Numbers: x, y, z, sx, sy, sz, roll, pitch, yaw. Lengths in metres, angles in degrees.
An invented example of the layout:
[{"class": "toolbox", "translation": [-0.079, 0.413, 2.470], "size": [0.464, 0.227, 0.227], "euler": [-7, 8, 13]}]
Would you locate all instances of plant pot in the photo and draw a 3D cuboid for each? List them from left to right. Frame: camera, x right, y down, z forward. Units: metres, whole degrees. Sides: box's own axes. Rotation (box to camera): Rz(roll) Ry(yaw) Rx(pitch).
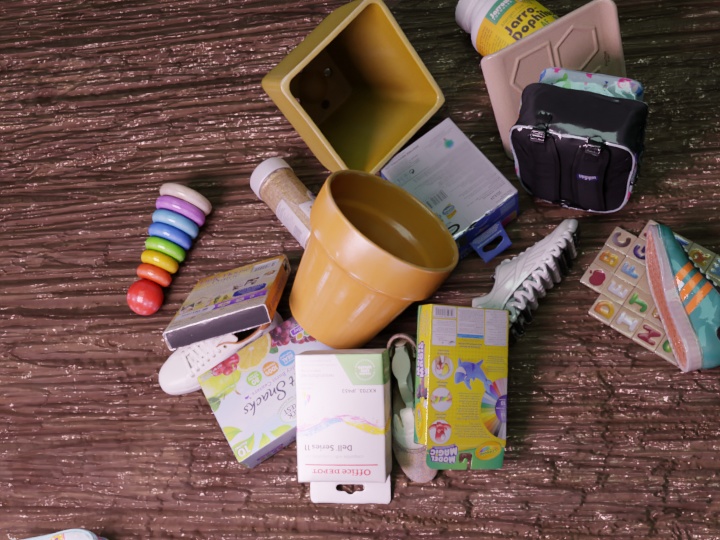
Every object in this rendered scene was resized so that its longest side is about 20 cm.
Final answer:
[{"class": "plant pot", "translation": [-0.033, -0.271, 1.238], "size": [0.194, 0.196, 0.200], "euler": [-46, 28, -10]}, {"class": "plant pot", "translation": [0.000, 0.000, 1.096], "size": [0.200, 0.199, 0.184], "euler": [49, 121, 27]}]

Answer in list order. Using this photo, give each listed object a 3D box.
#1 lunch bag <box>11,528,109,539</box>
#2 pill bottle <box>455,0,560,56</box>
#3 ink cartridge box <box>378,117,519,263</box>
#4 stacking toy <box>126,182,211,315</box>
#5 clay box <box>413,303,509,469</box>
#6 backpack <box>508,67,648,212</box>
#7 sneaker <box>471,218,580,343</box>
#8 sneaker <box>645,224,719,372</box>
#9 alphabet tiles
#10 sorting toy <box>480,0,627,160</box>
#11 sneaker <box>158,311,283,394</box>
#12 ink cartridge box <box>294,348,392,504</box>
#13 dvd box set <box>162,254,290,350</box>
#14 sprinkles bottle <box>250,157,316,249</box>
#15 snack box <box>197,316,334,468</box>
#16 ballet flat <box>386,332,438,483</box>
[{"class": "lunch bag", "translation": [-0.420, 0.425, 1.071], "size": [0.198, 0.077, 0.162], "euler": [-12, 64, 7]}, {"class": "pill bottle", "translation": [0.242, -0.363, 1.269], "size": [0.113, 0.113, 0.200], "euler": [-40, 63, -7]}, {"class": "ink cartridge box", "translation": [0.137, -0.103, 1.192], "size": [0.136, 0.076, 0.200], "euler": [-36, 62, -4]}, {"class": "stacking toy", "translation": [-0.303, -0.029, 1.259], "size": [0.085, 0.085, 0.202], "euler": [16, 74, 19]}, {"class": "clay box", "translation": [0.128, 0.147, 1.046], "size": [0.114, 0.048, 0.203], "euler": [5, 84, -19]}, {"class": "backpack", "translation": [0.298, -0.170, 1.120], "size": [0.176, 0.201, 0.152], "euler": [15, 65, 22]}, {"class": "sneaker", "translation": [0.229, 0.001, 1.130], "size": [0.081, 0.075, 0.200], "euler": [32, 75, 33]}, {"class": "sneaker", "translation": [0.428, 0.030, 1.067], "size": [0.079, 0.071, 0.202], "euler": [-11, 69, 2]}, {"class": "alphabet tiles", "translation": [0.408, 0.026, 1.111], "size": [0.199, 0.006, 0.167], "euler": [33, 76, 24]}, {"class": "sorting toy", "translation": [0.282, -0.273, 1.187], "size": [0.198, 0.186, 0.037], "euler": [-25, 40, 2]}, {"class": "sneaker", "translation": [-0.210, 0.102, 1.172], "size": [0.199, 0.085, 0.073], "euler": [-33, 65, -2]}, {"class": "ink cartridge box", "translation": [-0.020, 0.204, 1.047], "size": [0.116, 0.067, 0.203], "euler": [-2, 90, 8]}, {"class": "dvd box set", "translation": [-0.179, 0.040, 1.144], "size": [0.145, 0.200, 0.030], "euler": [-16, 108, 8]}, {"class": "sprinkles bottle", "translation": [-0.087, -0.084, 1.239], "size": [0.068, 0.068, 0.200], "euler": [-38, 64, -7]}, {"class": "snack box", "translation": [-0.106, 0.158, 1.139], "size": [0.199, 0.053, 0.143], "euler": [-33, 64, -4]}, {"class": "ballet flat", "translation": [0.062, 0.175, 1.085], "size": [0.067, 0.067, 0.202], "euler": [-13, 64, 8]}]
